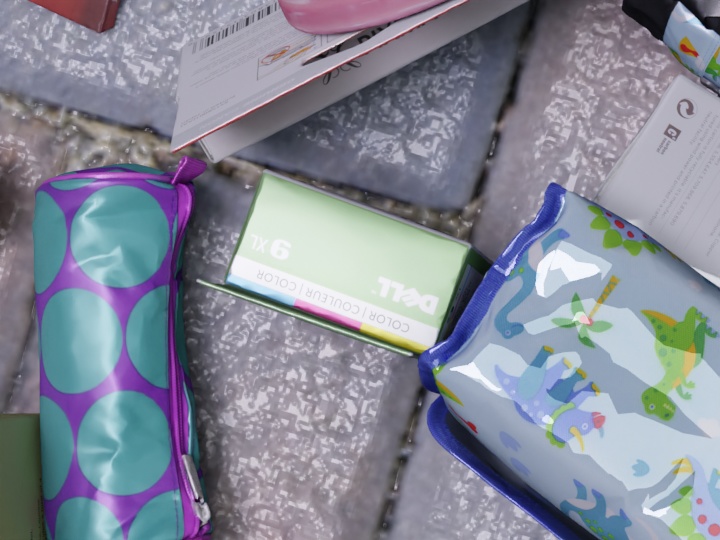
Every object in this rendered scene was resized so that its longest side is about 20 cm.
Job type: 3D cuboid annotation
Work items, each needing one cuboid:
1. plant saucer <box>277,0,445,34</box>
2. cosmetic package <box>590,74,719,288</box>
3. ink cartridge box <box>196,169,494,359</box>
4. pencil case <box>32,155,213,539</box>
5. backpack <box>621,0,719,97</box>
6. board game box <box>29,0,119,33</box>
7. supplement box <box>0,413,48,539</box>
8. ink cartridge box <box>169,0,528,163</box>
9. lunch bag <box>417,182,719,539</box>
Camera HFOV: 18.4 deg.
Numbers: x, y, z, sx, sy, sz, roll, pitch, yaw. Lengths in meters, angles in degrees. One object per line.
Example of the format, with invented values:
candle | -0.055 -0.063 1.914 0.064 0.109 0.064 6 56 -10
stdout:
plant saucer | 0.044 -0.182 1.036 0.199 0.201 0.051 -25 110 9
cosmetic package | 0.204 0.005 1.031 0.199 0.113 0.081 34 81 7
ink cartridge box | 0.000 0.000 1.035 0.103 0.200 0.060 20 90 10
pencil case | -0.118 0.047 1.114 0.092 0.085 0.202 -5 87 25
backpack | 0.243 -0.108 1.030 0.200 0.154 0.163 38 75 26
board game box | -0.148 -0.231 1.123 0.102 0.019 0.201 24 117 10
supplement box | -0.232 0.171 1.071 0.133 0.200 0.202 -3 87 10
ink cartridge box | 0.006 -0.112 1.054 0.199 0.174 0.044 -27 112 8
lunch bag | 0.123 0.068 1.011 0.170 0.200 0.128 38 86 10
